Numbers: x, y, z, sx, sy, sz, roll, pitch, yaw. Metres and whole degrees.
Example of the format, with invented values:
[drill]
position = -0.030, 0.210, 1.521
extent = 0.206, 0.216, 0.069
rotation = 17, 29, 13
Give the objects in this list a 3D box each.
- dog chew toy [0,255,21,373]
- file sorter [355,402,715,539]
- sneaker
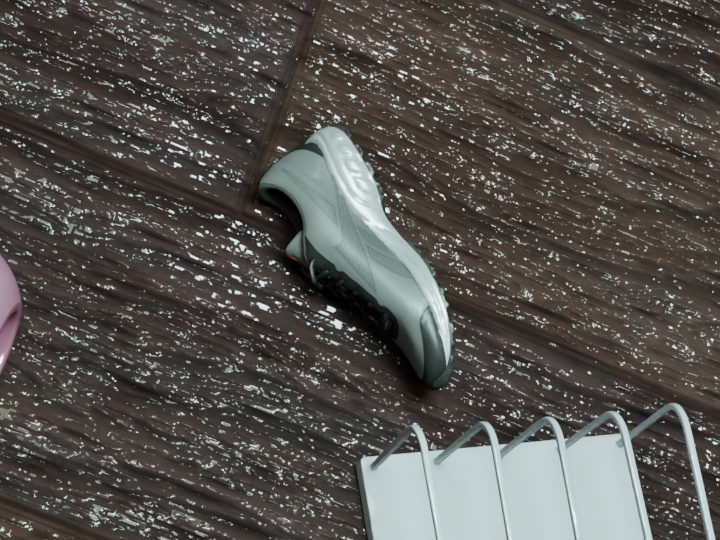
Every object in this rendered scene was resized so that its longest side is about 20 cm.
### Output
[dog chew toy]
position = -0.313, 0.014, 1.208
extent = 0.198, 0.125, 0.125
rotation = 21, 64, 2
[file sorter]
position = 0.118, 0.168, 1.272
extent = 0.198, 0.125, 0.140
rotation = -3, 70, -19
[sneaker]
position = 0.000, 0.000, 1.338
extent = 0.079, 0.074, 0.201
rotation = -28, 73, -15
